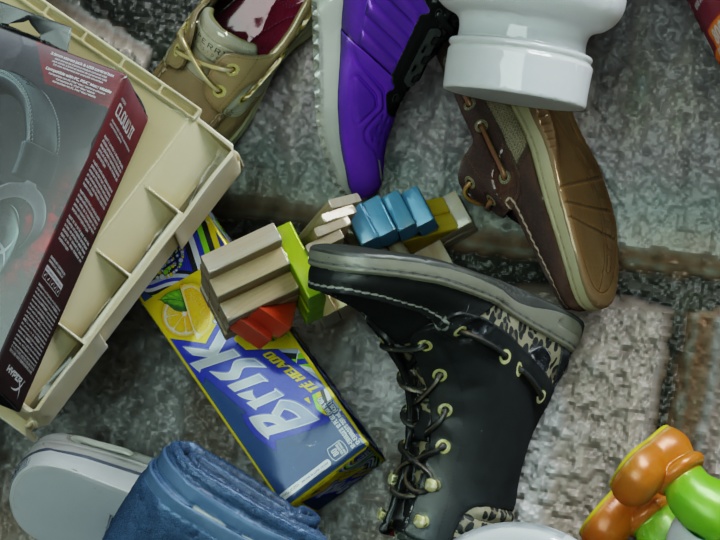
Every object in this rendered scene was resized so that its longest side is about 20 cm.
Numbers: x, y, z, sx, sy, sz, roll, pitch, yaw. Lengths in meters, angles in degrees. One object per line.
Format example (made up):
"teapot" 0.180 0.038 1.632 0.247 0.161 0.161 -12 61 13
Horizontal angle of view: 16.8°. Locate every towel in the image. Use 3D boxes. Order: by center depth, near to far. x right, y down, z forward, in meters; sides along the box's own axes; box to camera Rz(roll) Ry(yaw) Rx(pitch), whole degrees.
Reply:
"towel" -0.109 0.197 1.373 0.111 0.049 0.201 29 114 -6

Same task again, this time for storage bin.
"storage bin" -0.198 -0.040 1.388 0.198 0.094 0.200 35 79 12

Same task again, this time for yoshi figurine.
"yoshi figurine" 0.208 0.189 1.345 0.200 0.112 0.112 41 103 13

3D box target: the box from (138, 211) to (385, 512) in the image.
"box" -0.069 0.047 1.439 0.064 0.070 0.200 -37 74 1

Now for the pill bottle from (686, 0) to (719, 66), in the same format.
"pill bottle" 0.223 -0.214 1.413 0.114 0.114 0.201 -26 75 5

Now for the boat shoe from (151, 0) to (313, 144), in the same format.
"boat shoe" -0.082 -0.137 1.481 0.074 0.066 0.200 37 87 16

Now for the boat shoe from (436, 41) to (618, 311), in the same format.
"boat shoe" 0.092 -0.062 1.438 0.072 0.072 0.201 -26 75 26

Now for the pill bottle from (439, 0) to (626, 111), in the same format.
"pill bottle" 0.100 -0.195 1.363 0.111 0.111 0.202 8 90 12

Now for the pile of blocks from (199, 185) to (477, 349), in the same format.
"pile of blocks" 0.000 0.000 1.394 0.199 0.082 0.062 -17 70 -34

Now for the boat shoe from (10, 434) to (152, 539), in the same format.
"boat shoe" -0.105 0.149 1.423 0.199 0.066 0.072 17 116 -1

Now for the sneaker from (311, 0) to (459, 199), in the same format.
"sneaker" 0.021 -0.138 1.430 0.099 0.070 0.202 -2 110 0

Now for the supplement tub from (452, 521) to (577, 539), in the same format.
"supplement tub" 0.093 0.204 1.309 0.122 0.200 0.124 -2 79 10

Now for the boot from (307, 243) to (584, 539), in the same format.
"boot" 0.036 0.074 1.360 0.073 0.203 0.155 12 85 46

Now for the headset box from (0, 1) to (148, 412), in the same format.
"headset box" -0.215 -0.048 1.303 0.148 0.077 0.201 21 78 10
